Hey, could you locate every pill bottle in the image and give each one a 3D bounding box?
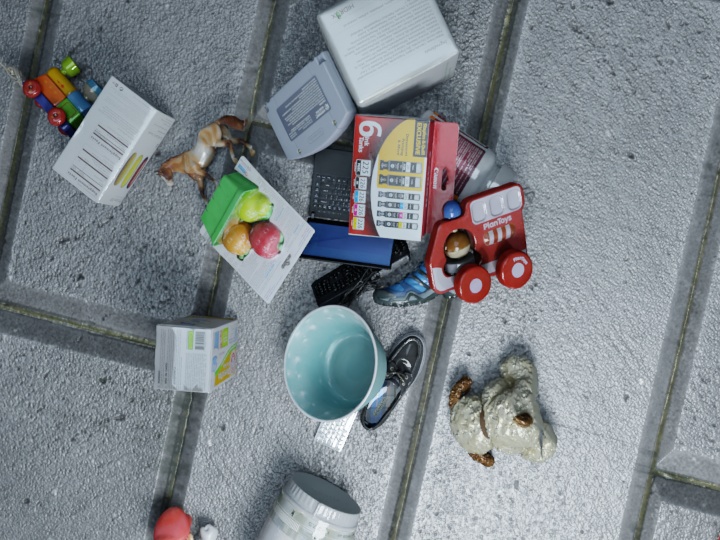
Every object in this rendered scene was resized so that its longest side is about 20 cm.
[{"bbox_3d":[0.175,-0.190,1.582,0.198,0.110,0.111,34,93,3],"label":"pill bottle"}]

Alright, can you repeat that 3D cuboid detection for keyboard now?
[{"bbox_3d":[-0.024,0.236,1.651,0.055,0.011,0.204,23,93,4],"label":"keyboard"},{"bbox_3d":[0.000,0.000,1.605,0.197,0.040,0.105,-31,44,4],"label":"keyboard"}]

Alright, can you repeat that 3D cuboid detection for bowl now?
[{"bbox_3d":[-0.030,0.170,1.584,0.197,0.104,0.206,-7,77,31],"label":"bowl"}]

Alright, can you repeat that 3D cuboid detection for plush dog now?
[{"bbox_3d":[0.240,0.271,1.577,0.169,0.160,0.204,-18,90,27],"label":"plush dog"}]

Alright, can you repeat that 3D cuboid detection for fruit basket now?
[{"bbox_3d":[-0.188,-0.074,1.599,0.199,0.093,0.187,41,120,10],"label":"fruit basket"}]

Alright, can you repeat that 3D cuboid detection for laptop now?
[{"bbox_3d":[-0.014,-0.116,1.600,0.173,0.103,0.205,7,94,4],"label":"laptop"}]

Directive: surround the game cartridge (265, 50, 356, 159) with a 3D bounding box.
[{"bbox_3d":[-0.089,-0.285,1.581,0.199,0.041,0.135,-28,92,48],"label":"game cartridge"}]

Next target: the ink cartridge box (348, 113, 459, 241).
[{"bbox_3d":[0.074,-0.160,1.507,0.171,0.084,0.205,5,101,10],"label":"ink cartridge box"}]

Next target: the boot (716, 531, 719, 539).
[{"bbox_3d":[0.741,0.462,1.561,0.152,0.074,0.206,30,96,-1],"label":"boot"}]

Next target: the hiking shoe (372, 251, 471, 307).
[{"bbox_3d":[0.114,0.016,1.614,0.195,0.074,0.089,-10,86,-7],"label":"hiking shoe"}]

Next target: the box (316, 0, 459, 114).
[{"bbox_3d":[0.050,-0.391,1.543,0.197,0.199,0.174,-26,89,3],"label":"box"}]

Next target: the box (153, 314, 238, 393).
[{"bbox_3d":[-0.290,0.145,1.575,0.099,0.200,0.115,4,93,5],"label":"box"}]

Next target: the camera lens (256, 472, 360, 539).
[{"bbox_3d":[-0.104,0.490,1.585,0.157,0.160,0.203,26,92,3],"label":"camera lens"}]

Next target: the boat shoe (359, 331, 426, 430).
[{"bbox_3d":[0.058,0.206,1.616,0.069,0.066,0.202,34,93,3],"label":"boat shoe"}]

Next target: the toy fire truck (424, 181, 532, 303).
[{"bbox_3d":[0.198,-0.049,1.510,0.196,0.112,0.172,-17,109,-16],"label":"toy fire truck"}]

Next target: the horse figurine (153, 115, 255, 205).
[{"bbox_3d":[-0.280,-0.215,1.640,0.132,0.050,0.201,43,102,20],"label":"horse figurine"}]

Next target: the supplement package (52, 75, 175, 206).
[{"bbox_3d":[-0.453,-0.235,1.627,0.109,0.114,0.202,35,94,4],"label":"supplement package"}]

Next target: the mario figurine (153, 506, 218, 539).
[{"bbox_3d":[-0.329,0.538,1.658,0.122,0.105,0.205,-17,102,-32],"label":"mario figurine"}]

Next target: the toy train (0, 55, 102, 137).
[{"bbox_3d":[-0.578,-0.361,1.655,0.115,0.085,0.200,-42,88,-7],"label":"toy train"}]
